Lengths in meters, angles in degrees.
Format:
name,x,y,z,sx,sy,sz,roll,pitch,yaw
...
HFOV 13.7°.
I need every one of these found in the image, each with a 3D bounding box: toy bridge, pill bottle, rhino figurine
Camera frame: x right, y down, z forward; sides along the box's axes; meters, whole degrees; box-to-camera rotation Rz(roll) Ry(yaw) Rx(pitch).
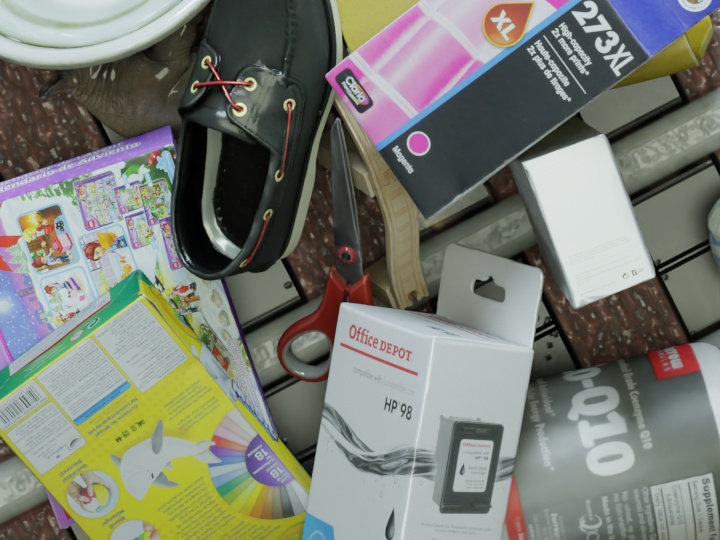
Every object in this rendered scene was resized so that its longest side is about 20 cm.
name,x,y,z,sx,sy,sz,roll,pitch,yaw
toy bridge,0.001,-0.062,1.658,0.027,0.067,0.201,-30,123,-17
pill bottle,0.161,0.105,1.696,0.199,0.114,0.115,-13,96,0
rhino figurine,-0.107,-0.114,1.694,0.199,0.060,0.088,11,102,0

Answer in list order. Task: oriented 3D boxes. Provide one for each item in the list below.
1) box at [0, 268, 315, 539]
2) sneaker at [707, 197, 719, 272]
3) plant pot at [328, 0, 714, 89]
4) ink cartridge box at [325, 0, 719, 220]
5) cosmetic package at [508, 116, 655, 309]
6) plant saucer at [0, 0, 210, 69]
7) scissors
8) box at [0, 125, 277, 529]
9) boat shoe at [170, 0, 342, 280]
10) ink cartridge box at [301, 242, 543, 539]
name,x,y,z,sx,sy,sz,roll,pitch,yaw
box,-0.107,0.110,1.681,0.117,0.048,0.200,-35,110,6
sneaker,0.298,-0.032,1.704,0.199,0.072,0.073,-13,133,13
plant pot,0.072,-0.182,1.635,0.176,0.200,0.201,-21,96,13
ink cartridge box,0.085,-0.119,1.533,0.200,0.037,0.095,-36,90,22
cosmetic package,0.117,-0.036,1.637,0.050,0.200,0.083,-22,96,2
plant saucer,-0.146,-0.192,1.665,0.199,0.050,0.201,-6,64,12
scissors,0.000,0.000,1.678,0.073,0.014,0.201,20,131,7
box,-0.139,0.033,1.695,0.136,0.039,0.201,-18,111,0
boat shoe,-0.059,-0.089,1.605,0.073,0.063,0.203,24,119,29
ink cartridge box,0.031,0.087,1.635,0.066,0.116,0.201,7,95,-28
